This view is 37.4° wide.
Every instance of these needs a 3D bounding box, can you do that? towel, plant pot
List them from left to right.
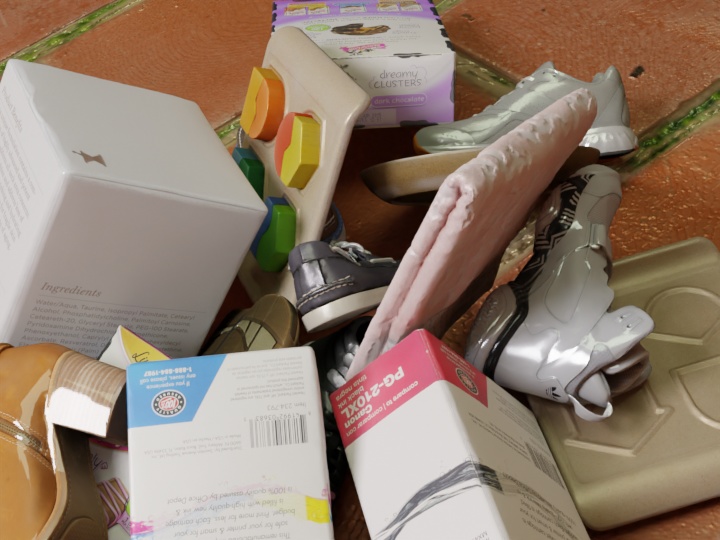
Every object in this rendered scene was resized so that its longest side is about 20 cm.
[{"bbox_3d":[0.079,-0.020,0.724,0.032,0.192,0.200,36,37,13],"label":"towel"},{"bbox_3d":[0.099,-0.076,0.882,0.198,0.200,0.028,-5,88,8],"label":"plant pot"}]

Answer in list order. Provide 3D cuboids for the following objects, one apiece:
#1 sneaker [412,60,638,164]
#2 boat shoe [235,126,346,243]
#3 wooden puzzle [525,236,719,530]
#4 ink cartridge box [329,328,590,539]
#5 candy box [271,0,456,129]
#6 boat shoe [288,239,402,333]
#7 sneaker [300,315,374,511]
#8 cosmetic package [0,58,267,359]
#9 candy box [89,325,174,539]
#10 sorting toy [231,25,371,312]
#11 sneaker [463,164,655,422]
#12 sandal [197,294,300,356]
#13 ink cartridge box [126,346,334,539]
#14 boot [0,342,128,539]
[{"bbox_3d":[0.144,-0.137,0.949,0.198,0.076,0.093,-5,86,-4],"label":"sneaker"},{"bbox_3d":[-0.069,-0.096,0.988,0.072,0.073,0.200,-26,46,-12],"label":"boat shoe"},{"bbox_3d":[0.213,0.081,0.774,0.184,0.046,0.201,-16,50,-2],"label":"wooden puzzle"},{"bbox_3d":[0.074,0.157,0.646,0.084,0.145,0.201,-37,42,17],"label":"ink cartridge box"},{"bbox_3d":[-0.002,-0.204,1.027,0.166,0.072,0.200,-2,29,-2],"label":"candy box"},{"bbox_3d":[0.000,0.000,0.812,0.072,0.200,0.063,-26,86,19],"label":"boat shoe"},{"bbox_3d":[-0.021,0.110,0.751,0.099,0.071,0.201,-38,26,39],"label":"sneaker"},{"bbox_3d":[-0.207,-0.023,0.823,0.166,0.201,0.168,9,31,-38],"label":"cosmetic package"},{"bbox_3d":[-0.167,0.157,0.731,0.136,0.061,0.201,27,78,33],"label":"candy box"},{"bbox_3d":[-0.069,-0.083,0.869,0.036,0.201,0.185,9,25,-29],"label":"sorting toy"},{"bbox_3d":[0.167,0.017,0.760,0.114,0.075,0.200,24,63,26],"label":"sneaker"},{"bbox_3d":[-0.079,0.065,0.798,0.080,0.054,0.200,-53,12,-16],"label":"sandal"},{"bbox_3d":[-0.073,0.154,0.630,0.115,0.067,0.201,-5,70,-2],"label":"ink cartridge box"},{"bbox_3d":[-0.235,0.141,0.683,0.154,0.074,0.201,8,62,20],"label":"boot"}]
